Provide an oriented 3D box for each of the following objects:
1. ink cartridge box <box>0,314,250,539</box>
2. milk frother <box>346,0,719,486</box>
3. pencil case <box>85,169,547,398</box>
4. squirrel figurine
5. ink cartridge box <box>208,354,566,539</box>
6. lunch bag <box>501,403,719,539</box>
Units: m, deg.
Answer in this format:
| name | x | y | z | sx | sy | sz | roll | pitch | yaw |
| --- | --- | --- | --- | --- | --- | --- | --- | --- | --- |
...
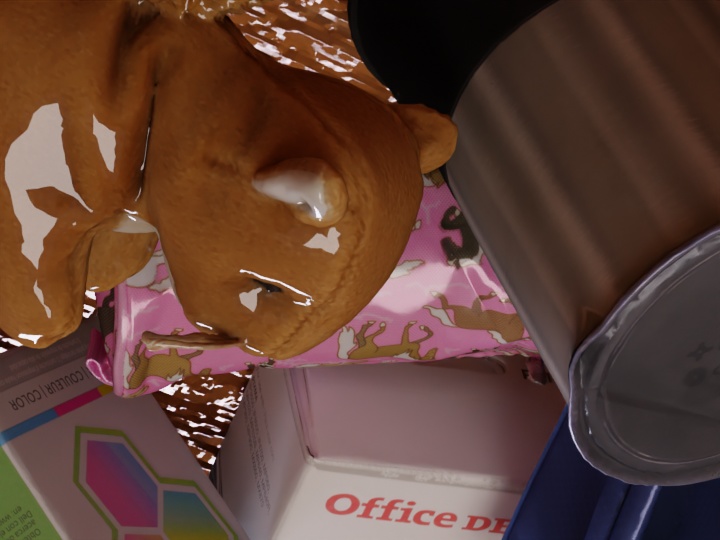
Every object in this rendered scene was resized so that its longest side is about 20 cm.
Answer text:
| name | x | y | z | sx | sy | sz | roll | pitch | yaw |
| --- | --- | --- | --- | --- | --- | --- | --- | --- | --- |
| ink cartridge box | -0.084 | 0.121 | 0.854 | 0.059 | 0.201 | 0.104 | -36 | 174 | 25 |
| milk frother | 0.109 | -0.078 | 0.713 | 0.179 | 0.189 | 0.201 | -16 | 138 | -14 |
| pencil case | 0.000 | 0.000 | 0.848 | 0.198 | 0.087 | 0.083 | -2 | 177 | -10 |
| squirrel figurine | -0.063 | -0.071 | 0.689 | 0.186 | 0.141 | 0.202 | 23 | 107 | 22 |
| ink cartridge box | 0.009 | 0.119 | 0.963 | 0.144 | 0.085 | 0.201 | 8 | 130 | -20 |
| lunch bag | 0.139 | 0.087 | 0.820 | 0.132 | 0.136 | 0.201 | -1 | 124 | -38 |
